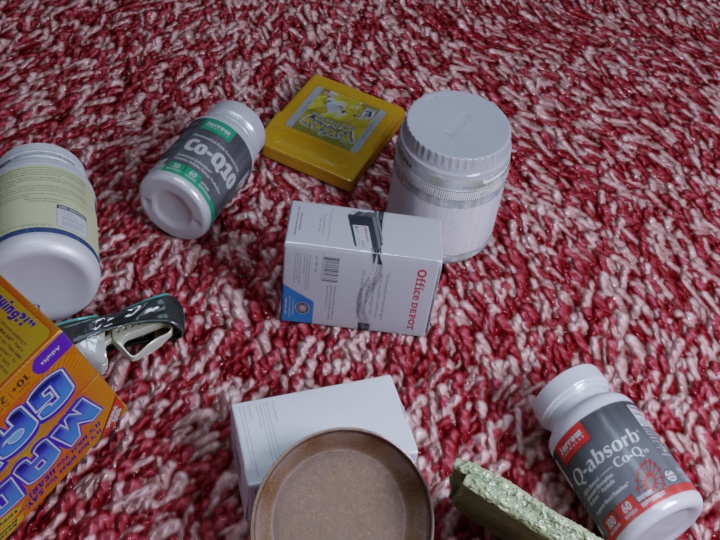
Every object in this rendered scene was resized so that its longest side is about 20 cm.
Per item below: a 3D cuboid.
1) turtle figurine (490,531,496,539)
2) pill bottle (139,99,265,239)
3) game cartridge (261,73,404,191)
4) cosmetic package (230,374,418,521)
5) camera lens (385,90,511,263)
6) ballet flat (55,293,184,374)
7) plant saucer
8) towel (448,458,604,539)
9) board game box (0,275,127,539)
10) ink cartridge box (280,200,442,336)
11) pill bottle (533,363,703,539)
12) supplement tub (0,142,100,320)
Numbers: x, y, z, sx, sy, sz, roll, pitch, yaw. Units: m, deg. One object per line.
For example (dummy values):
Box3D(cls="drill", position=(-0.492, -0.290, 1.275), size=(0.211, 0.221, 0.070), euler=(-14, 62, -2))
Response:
Box3D(cls="turtle figurine", position=(0.138, 0.358, 0.967), size=(0.147, 0.101, 0.202), euler=(-11, 56, -17))
Box3D(cls="pill bottle", position=(-0.220, -0.148, 1.368), size=(0.111, 0.114, 0.201), euler=(19, 48, 11))
Box3D(cls="game cartridge", position=(-0.046, -0.222, 1.515), size=(0.174, 0.033, 0.201), euler=(23, 48, 14))
Box3D(cls="cosmetic package", position=(-0.044, 0.200, 1.096), size=(0.196, 0.082, 0.114), euler=(-6, 49, -14))
Box3D(cls="camera lens", position=(0.120, -0.124, 1.329), size=(0.157, 0.202, 0.162), euler=(4, 47, -4))
Box3D(cls="ballet flat", position=(-0.307, 0.084, 1.179), size=(0.197, 0.068, 0.069), euler=(-19, 61, -22))
Box3D(cls="plant saucer", position=(-0.020, 0.267, 1.012), size=(0.196, 0.037, 0.205), euler=(1, 85, -14))
Box3D(cls="towel", position=(0.179, 0.268, 1.009), size=(0.198, 0.149, 0.037), euler=(30, 71, 14))
Box3D(cls="board game box", position=(-0.406, 0.124, 1.001), size=(0.199, 0.201, 0.200), euler=(35, 71, 24))
Box3D(cls="ink cartridge box", position=(0.000, 0.000, 1.239), size=(0.196, 0.146, 0.085), euler=(7, 46, -1))
Box3D(cls="pill bottle", position=(0.287, 0.215, 1.099), size=(0.114, 0.117, 0.201), euler=(-15, 51, -20))
Box3D(cls="supplement tub", position=(-0.411, -0.052, 1.234), size=(0.142, 0.146, 0.202), euler=(-6, 48, -13))
